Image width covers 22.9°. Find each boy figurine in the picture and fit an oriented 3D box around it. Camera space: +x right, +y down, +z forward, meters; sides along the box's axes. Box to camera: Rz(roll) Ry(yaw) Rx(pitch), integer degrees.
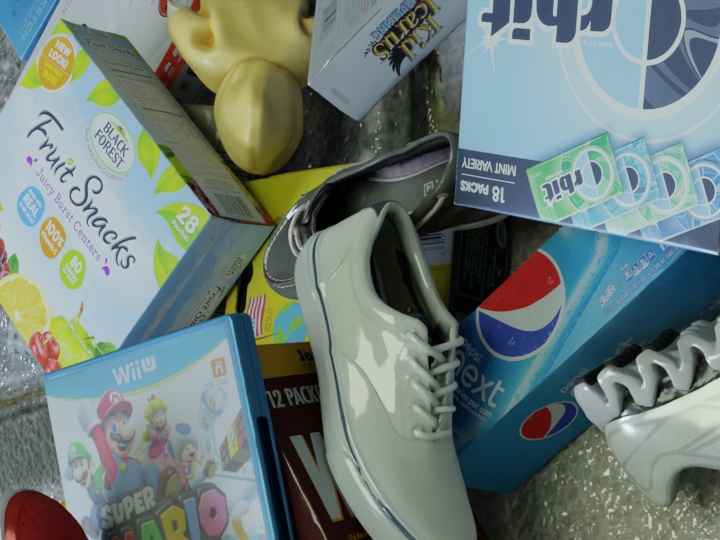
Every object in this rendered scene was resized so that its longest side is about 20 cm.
[{"bbox_3d":[-0.062,-0.152,1.142,0.065,0.123,0.201,93,170,-57],"label":"boy figurine"}]

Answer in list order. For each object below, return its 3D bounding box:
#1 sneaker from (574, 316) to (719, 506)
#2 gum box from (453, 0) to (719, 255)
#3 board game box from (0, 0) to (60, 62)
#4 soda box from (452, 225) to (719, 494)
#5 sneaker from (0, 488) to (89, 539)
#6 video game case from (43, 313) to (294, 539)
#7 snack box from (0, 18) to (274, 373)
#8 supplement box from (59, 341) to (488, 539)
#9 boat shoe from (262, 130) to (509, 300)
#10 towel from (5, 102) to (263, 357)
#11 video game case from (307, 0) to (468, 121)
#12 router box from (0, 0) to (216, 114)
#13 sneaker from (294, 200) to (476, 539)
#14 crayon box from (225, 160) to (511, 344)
[{"bbox_3d":[0.201,0.049,0.836,0.199,0.075,0.082,-27,85,31],"label":"sneaker"},{"bbox_3d":[0.123,-0.120,0.841,0.169,0.044,0.202,14,105,46],"label":"gum box"},{"bbox_3d":[-0.229,-0.280,1.404,0.201,0.040,0.153,-55,45,19],"label":"board game box"},{"bbox_3d":[0.111,0.032,0.927,0.200,0.068,0.064,-46,50,27],"label":"soda box"},{"bbox_3d":[-0.108,0.184,0.862,0.112,0.071,0.201,-33,79,37],"label":"sneaker"},{"bbox_3d":[-0.093,0.136,0.906,0.142,0.018,0.202,-18,79,37],"label":"video game case"},{"bbox_3d":[-0.169,-0.034,1.149,0.169,0.067,0.200,-52,58,21],"label":"snack box"},{"bbox_3d":[-0.044,0.174,0.964,0.197,0.132,0.201,-42,67,30],"label":"supplement box"},{"bbox_3d":[0.003,-0.035,0.995,0.199,0.057,0.067,-22,63,40],"label":"boat shoe"},{"bbox_3d":[-0.150,-0.020,1.207,0.199,0.034,0.194,10,91,32],"label":"towel"},{"bbox_3d":[0.046,-0.207,1.033,0.181,0.045,0.201,-43,25,30],"label":"video game case"},{"bbox_3d":[-0.174,-0.138,1.296,0.201,0.049,0.180,-59,44,16],"label":"router box"},{"bbox_3d":[0.020,0.056,0.902,0.071,0.073,0.201,-40,61,40],"label":"sneaker"},{"bbox_3d":[0.000,0.000,1.067,0.199,0.051,0.128,-4,75,45],"label":"crayon box"}]
